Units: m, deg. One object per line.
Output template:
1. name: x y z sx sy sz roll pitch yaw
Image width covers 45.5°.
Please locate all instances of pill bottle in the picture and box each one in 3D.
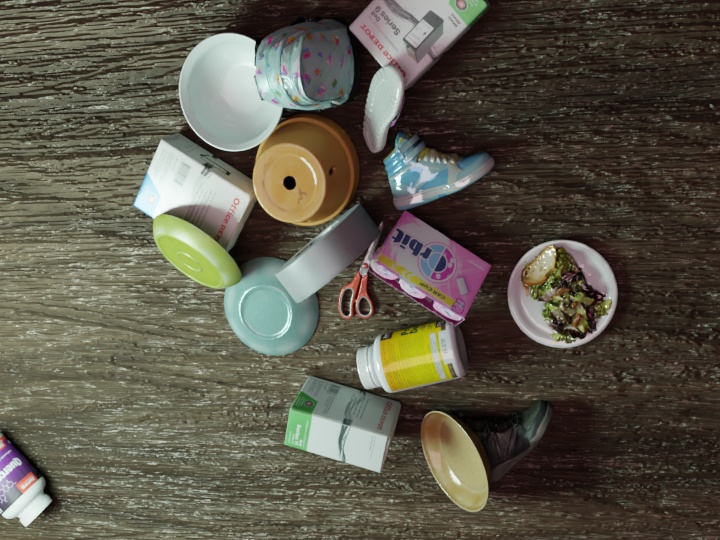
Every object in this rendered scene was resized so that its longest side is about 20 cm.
1. pill bottle: -0.773 0.460 1.886 0.112 0.113 0.201 -41 95 20
2. pill bottle: 0.096 0.164 1.609 0.195 0.109 0.112 -14 103 15

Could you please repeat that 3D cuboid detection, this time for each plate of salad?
1. plate of salad: 0.363 0.047 1.549 0.195 0.048 0.205 3 106 11

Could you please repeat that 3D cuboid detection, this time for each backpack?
1. backpack: -0.087 -0.347 1.442 0.124 0.198 0.171 -1 104 38

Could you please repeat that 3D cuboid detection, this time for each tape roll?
1. tape roll: -0.058 -0.032 1.537 0.199 0.201 0.067 -38 96 20

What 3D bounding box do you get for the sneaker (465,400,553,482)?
1. sneaker: 0.272 0.303 1.629 0.114 0.077 0.200 38 116 -8

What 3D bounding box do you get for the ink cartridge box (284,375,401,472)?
1. ink cartridge box: -0.031 0.294 1.656 0.195 0.147 0.085 15 111 8

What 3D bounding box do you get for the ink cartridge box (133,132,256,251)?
1. ink cartridge box: -0.305 -0.140 1.620 0.198 0.084 0.148 32 111 0

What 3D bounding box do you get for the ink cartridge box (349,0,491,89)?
1. ink cartridge box: 0.100 -0.427 1.447 0.200 0.084 0.146 -42 94 20

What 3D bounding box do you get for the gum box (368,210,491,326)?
1. gum box: 0.121 -0.006 1.544 0.197 0.066 0.115 32 72 -1

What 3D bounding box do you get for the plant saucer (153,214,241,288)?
1. plant saucer: -0.314 -0.026 1.615 0.197 0.201 0.031 32 66 2

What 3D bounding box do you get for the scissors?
1. scissors: 0.000 0.000 1.632 0.071 0.014 0.205 10 110 11

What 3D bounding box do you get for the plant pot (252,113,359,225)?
1. plant pot: -0.109 -0.171 1.540 0.195 0.140 0.206 3 106 11

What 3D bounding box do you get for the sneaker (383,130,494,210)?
1. sneaker: 0.128 -0.198 1.512 0.196 0.080 0.133 -20 102 16

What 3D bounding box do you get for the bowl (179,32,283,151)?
1. bowl: -0.219 -0.324 1.545 0.196 0.090 0.206 4 108 11

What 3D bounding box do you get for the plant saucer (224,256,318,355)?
1. plant saucer: -0.180 0.077 1.682 0.196 0.039 0.206 4 107 12

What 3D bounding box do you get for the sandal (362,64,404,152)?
1. sandal: 0.047 -0.283 1.478 0.049 0.203 0.084 -18 71 -22

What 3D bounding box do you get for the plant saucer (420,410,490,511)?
1. plant saucer: 0.188 0.356 1.635 0.200 0.035 0.204 40 140 43
